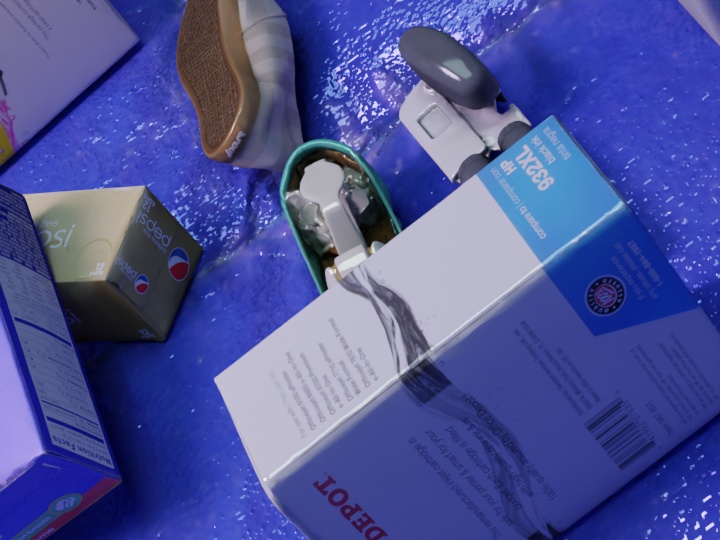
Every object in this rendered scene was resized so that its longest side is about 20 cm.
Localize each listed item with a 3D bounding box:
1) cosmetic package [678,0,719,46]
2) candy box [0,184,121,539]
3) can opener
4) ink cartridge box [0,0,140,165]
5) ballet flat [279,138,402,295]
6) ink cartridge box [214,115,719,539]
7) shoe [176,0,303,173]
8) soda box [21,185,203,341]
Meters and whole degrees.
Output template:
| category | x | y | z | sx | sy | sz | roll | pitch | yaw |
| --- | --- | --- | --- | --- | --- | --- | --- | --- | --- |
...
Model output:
| category | x | y | z | sx | sy | sz | roll | pitch | yaw |
| --- | --- | --- | --- | --- | --- | --- | --- | --- | --- |
| cosmetic package | 0.182 | -0.260 | 1.133 | 0.167 | 0.200 | 0.167 | -37 | 42 | 4 |
| candy box | -0.237 | 0.070 | 1.208 | 0.169 | 0.077 | 0.201 | -35 | 57 | 19 |
| can opener | 0.070 | -0.061 | 1.150 | 0.053 | 0.067 | 0.200 | -40 | 42 | 3 |
| ink cartridge box | -0.279 | -0.156 | 1.430 | 0.200 | 0.145 | 0.147 | -42 | 41 | -1 |
| ballet flat | 0.000 | 0.000 | 1.149 | 0.067 | 0.070 | 0.201 | -34 | 43 | 7 |
| ink cartridge box | 0.056 | 0.052 | 1.007 | 0.199 | 0.145 | 0.084 | -38 | 41 | 4 |
| shoe | -0.072 | -0.124 | 1.328 | 0.070 | 0.053 | 0.201 | -58 | 28 | 32 |
| soda box | -0.195 | -0.001 | 1.300 | 0.199 | 0.064 | 0.068 | -3 | 54 | 36 |
